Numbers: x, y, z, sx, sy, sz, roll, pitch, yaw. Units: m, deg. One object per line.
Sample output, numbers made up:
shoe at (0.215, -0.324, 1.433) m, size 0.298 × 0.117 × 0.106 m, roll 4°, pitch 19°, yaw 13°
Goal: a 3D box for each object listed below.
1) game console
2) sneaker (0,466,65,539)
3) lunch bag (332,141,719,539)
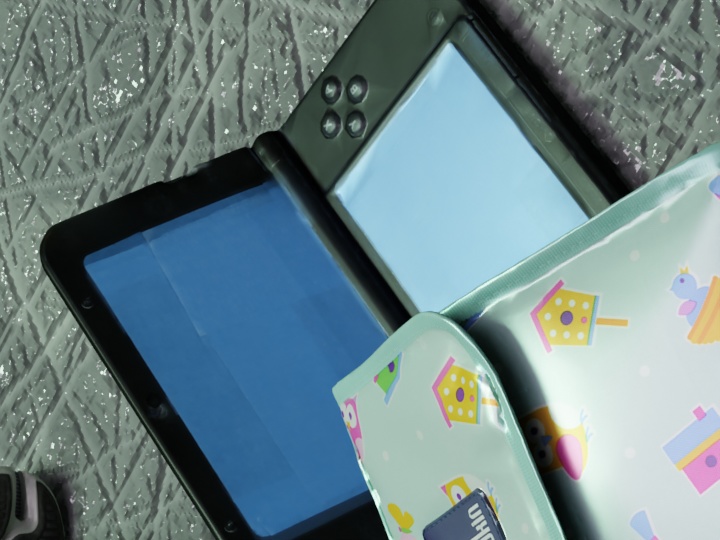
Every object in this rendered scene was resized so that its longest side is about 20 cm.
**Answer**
game console at (0.000, 0.000, 1.082) m, size 0.176 × 0.116 × 0.200 m, roll -51°, pitch 59°, yaw 28°
sneaker at (-0.202, 0.175, 1.285) m, size 0.083 × 0.080 × 0.201 m, roll 40°, pitch 110°, yaw 52°
lunch bag at (0.097, 0.072, 0.963) m, size 0.199 × 0.122 × 0.171 m, roll -28°, pitch 77°, yaw 21°
